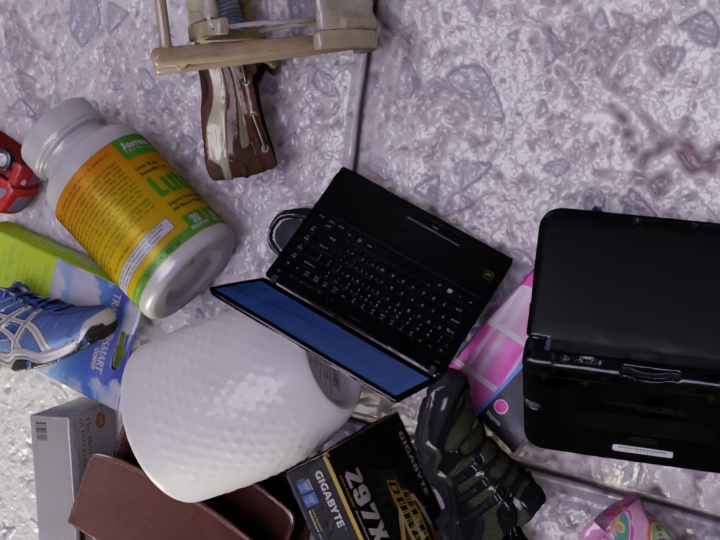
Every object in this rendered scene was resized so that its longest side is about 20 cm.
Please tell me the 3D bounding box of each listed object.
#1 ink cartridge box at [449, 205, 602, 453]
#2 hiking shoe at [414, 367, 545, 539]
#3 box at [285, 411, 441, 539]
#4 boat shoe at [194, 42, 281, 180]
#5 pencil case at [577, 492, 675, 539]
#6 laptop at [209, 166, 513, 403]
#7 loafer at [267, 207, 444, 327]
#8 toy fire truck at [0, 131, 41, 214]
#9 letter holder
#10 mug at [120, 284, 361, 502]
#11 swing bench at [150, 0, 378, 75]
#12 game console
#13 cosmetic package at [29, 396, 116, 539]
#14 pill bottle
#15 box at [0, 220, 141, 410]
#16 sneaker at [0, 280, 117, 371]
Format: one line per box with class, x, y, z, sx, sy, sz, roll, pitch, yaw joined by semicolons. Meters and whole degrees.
ink cartridge box;0.163;0.051;1.215;0.095;0.037;0.200;45;111;12
hiking shoe;0.109;0.169;1.219;0.099;0.076;0.202;1;120;26
box;0.026;0.236;1.235;0.049;0.159;0.202;-26;86;26
boat shoe;-0.107;-0.185;1.294;0.074;0.075;0.206;-4;96;2
pencil case;0.257;0.276;1.175;0.200;0.087;0.087;49;113;10
laptop;0.006;0.004;1.166;0.176;0.104;0.201;29;66;14
loafer;0.000;0.000;1.261;0.199;0.070;0.069;27;106;19
toy fire truck;-0.418;-0.095;1.454;0.199;0.049;0.142;33;110;16
letter holder;-0.150;0.209;1.347;0.198;0.100;0.144;26;106;19
mug;-0.091;0.087;1.262;0.174;0.202;0.148;-22;126;27
swing bench;-0.085;-0.274;1.189;0.197;0.130;0.202;-8;95;-7
game console;0.235;0.060;1.160;0.197;0.117;0.177;7;138;14
cosmetic package;-0.274;0.233;1.418;0.050;0.082;0.203;1;98;22
pill bottle;-0.218;-0.062;1.331;0.200;0.111;0.111;45;113;12
box;-0.294;0.042;1.417;0.198;0.048;0.124;23;107;20
sneaker;-0.318;0.050;1.361;0.197;0.076;0.078;-8;99;25
